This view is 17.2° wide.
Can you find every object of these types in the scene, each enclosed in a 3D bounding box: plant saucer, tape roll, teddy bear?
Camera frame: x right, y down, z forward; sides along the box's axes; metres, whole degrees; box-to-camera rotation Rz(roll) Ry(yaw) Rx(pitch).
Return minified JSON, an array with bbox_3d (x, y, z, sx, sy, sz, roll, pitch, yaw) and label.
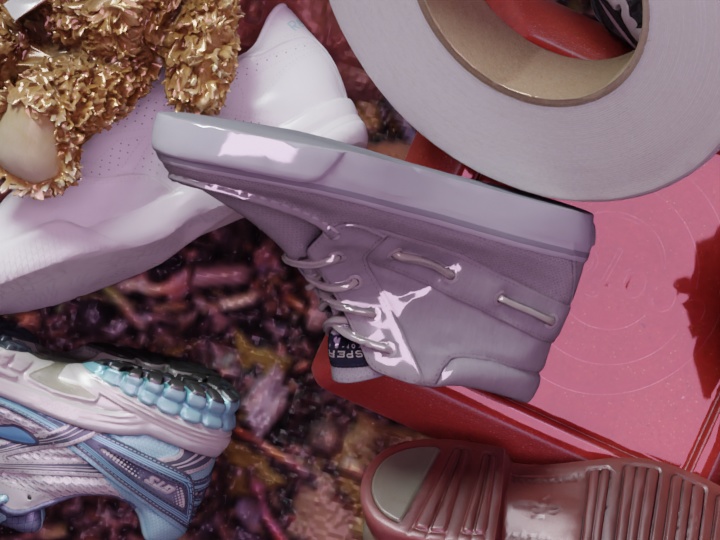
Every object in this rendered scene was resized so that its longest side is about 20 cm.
[{"bbox_3d":[0.107,0.000,1.055,0.199,0.037,0.201,24,92,-4],"label":"plant saucer"},{"bbox_3d":[0.073,-0.121,0.949,0.203,0.203,0.037,47,47,-4],"label":"tape roll"},{"bbox_3d":[-0.104,-0.114,1.007,0.145,0.067,0.200,14,65,25],"label":"teddy bear"}]

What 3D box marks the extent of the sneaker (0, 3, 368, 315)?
[{"bbox_3d":[-0.102,-0.049,1.032,0.199,0.075,0.089,-25,81,-8],"label":"sneaker"}]

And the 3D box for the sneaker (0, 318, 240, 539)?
[{"bbox_3d":[-0.156,0.068,1.024,0.199,0.078,0.087,14,95,-4],"label":"sneaker"}]

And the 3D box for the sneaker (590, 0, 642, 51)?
[{"bbox_3d":[0.111,-0.151,1.033,0.066,0.091,0.200,-30,68,-1],"label":"sneaker"}]

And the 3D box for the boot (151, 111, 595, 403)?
[{"bbox_3d":[0.000,0.000,0.978,0.199,0.074,0.096,14,95,-22],"label":"boot"}]

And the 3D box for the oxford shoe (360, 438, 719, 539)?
[{"bbox_3d":[0.098,0.126,1.039,0.199,0.075,0.071,14,50,9],"label":"oxford shoe"}]
